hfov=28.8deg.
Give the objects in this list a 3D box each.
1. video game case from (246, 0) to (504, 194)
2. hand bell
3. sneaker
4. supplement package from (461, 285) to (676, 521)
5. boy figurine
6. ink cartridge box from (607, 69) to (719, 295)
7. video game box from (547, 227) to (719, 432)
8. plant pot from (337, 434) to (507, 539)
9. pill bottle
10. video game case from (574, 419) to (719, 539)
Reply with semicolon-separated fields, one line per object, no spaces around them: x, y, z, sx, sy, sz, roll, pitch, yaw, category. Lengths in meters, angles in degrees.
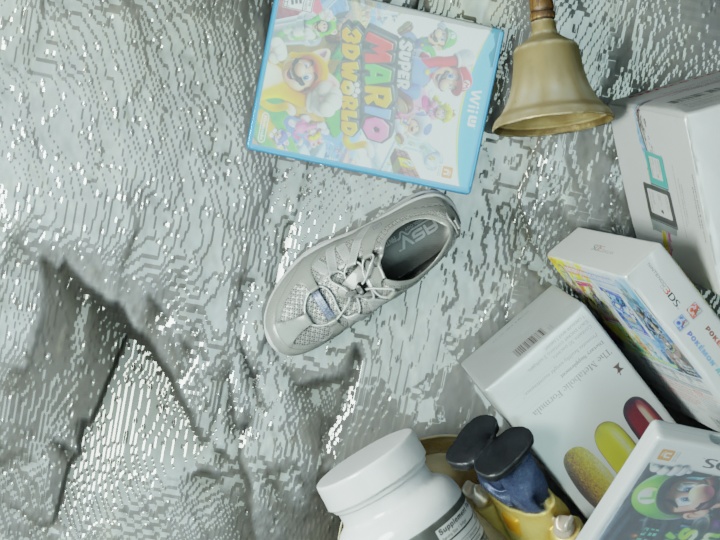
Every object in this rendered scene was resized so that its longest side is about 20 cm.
0.013;-0.155;1.192;0.197;0.018;0.145;11;96;-8;video game case
0.151;-0.221;1.178;0.103;0.104;0.203;-5;86;-5;hand bell
0.000;0.000;1.180;0.199;0.082;0.075;-39;100;0;sneaker
0.197;0.130;1.207;0.113;0.110;0.200;-40;100;1;supplement package
0.137;0.211;1.184;0.064;0.124;0.201;-44;128;-26;boy figurine
0.311;-0.083;1.144;0.145;0.200;0.148;-16;101;-4;ink cartridge box
0.250;0.051;1.157;0.047;0.200;0.182;-42;101;-3;video game box
0.074;0.246;1.237;0.197;0.027;0.203;0;88;-11;plant pot
0.052;0.242;1.161;0.115;0.116;0.201;-30;93;-1;pill bottle
0.271;0.208;1.115;0.180;0.024;0.201;13;129;-14;video game case
